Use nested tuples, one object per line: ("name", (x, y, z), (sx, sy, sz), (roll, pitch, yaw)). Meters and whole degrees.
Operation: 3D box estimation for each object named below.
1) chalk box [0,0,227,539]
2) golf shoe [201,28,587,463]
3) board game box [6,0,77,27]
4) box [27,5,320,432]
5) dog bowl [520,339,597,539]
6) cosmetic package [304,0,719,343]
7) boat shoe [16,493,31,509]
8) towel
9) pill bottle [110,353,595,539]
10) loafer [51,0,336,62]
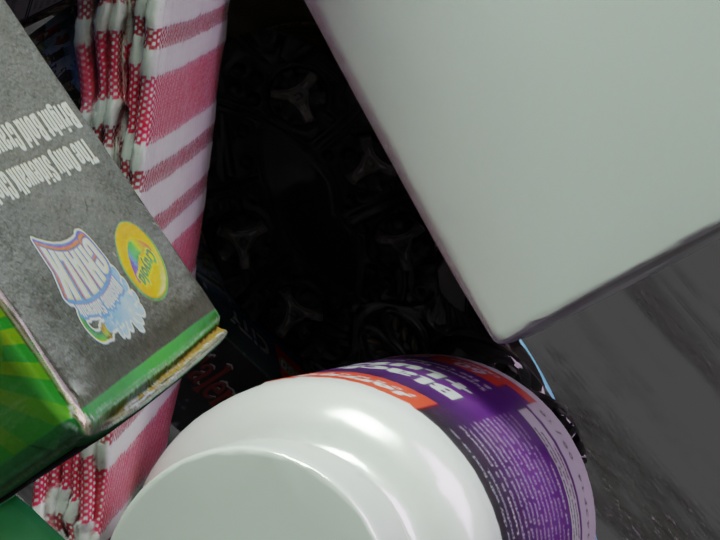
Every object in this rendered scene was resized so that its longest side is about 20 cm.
("chalk box", (-0.119, 0.011, 0.605), (0.200, 0.124, 0.124), (57, 13, -1))
("golf shoe", (0.000, 0.000, 0.970), (0.200, 0.078, 0.094), (59, 4, -20))
("board game box", (-0.062, -0.176, 0.897), (0.097, 0.200, 0.159), (57, -23, 10))
("box", (-0.046, 0.015, 0.990), (0.200, 0.038, 0.137), (45, 18, -35))
("dog bowl", (0.046, 0.073, 1.136), (0.111, 0.050, 0.200), (47, 16, -29))
("cosmetic package", (0.086, -0.088, 0.923), (0.167, 0.166, 0.200), (62, 8, 3))
("boat shoe", (-0.048, 0.121, 0.703), (0.200, 0.068, 0.072), (54, 16, 0))
("towel", (-0.066, -0.026, 0.805), (0.146, 0.030, 0.200), (-54, 152, -81))
("pill bottle", (-0.003, 0.084, 0.831), (0.111, 0.111, 0.200), (58, 14, 7))
("loafer", (-0.084, -0.121, 1.002), (0.200, 0.070, 0.075), (37, -18, -8))
